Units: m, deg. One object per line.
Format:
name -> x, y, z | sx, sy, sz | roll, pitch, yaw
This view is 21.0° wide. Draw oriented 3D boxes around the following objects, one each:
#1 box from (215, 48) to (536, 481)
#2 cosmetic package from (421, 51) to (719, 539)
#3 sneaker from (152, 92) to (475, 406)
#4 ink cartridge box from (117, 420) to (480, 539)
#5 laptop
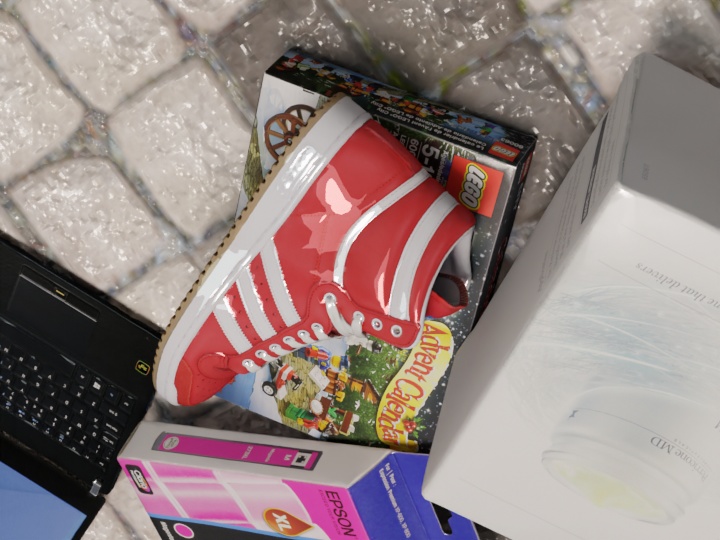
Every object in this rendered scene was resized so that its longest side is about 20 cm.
box -> 0.000, 0.000, 1.009 | 0.136, 0.038, 0.200 | 21, 123, 13
cosmetic package -> 0.163, 0.046, 0.891 | 0.199, 0.123, 0.200 | 25, 126, -4
sneaker -> -0.020, 0.021, 0.962 | 0.112, 0.071, 0.200 | 38, 123, 5
ink cartridge box -> -0.032, 0.134, 1.074 | 0.200, 0.037, 0.095 | 2, 133, 29
laptop -> -0.231, 0.090, 1.122 | 0.177, 0.103, 0.200 | 31, 125, 5
